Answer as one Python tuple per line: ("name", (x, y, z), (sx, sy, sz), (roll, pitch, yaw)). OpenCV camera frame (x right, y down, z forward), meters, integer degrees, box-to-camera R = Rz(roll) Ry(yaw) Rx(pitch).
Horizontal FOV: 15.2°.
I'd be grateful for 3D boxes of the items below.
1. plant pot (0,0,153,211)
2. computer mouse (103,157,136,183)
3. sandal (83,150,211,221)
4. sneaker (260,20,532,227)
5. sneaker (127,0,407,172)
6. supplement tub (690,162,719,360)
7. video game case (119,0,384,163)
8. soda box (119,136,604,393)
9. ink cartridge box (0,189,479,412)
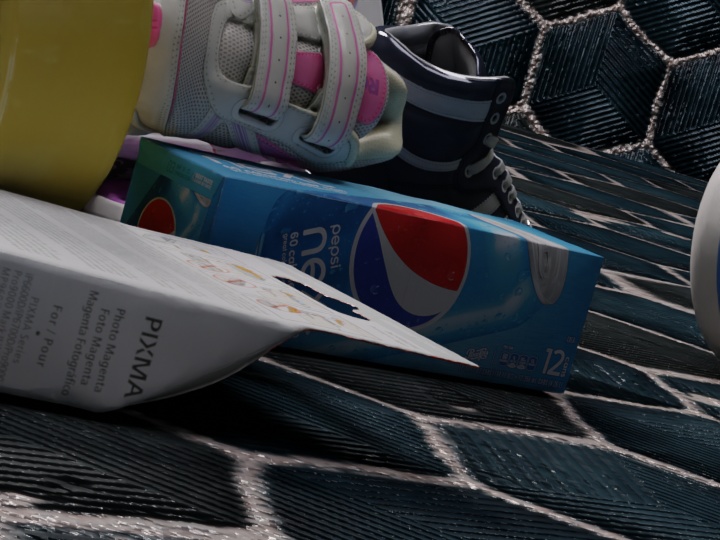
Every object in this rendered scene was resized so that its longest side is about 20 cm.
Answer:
("plant pot", (-0.206, -0.106, 0.981), (0.189, 0.201, 0.201), (-4, 18, -37))
("computer mouse", (-0.104, -0.063, 1.315), (0.200, 0.044, 0.110), (11, -22, -36))
("sandal", (-0.066, -0.027, 1.220), (0.082, 0.050, 0.203), (16, 5, -25))
("sneaker", (0.052, -0.043, 1.256), (0.200, 0.109, 0.070), (27, 12, -41))
("sneaker", (-0.037, -0.085, 1.099), (0.088, 0.082, 0.200), (7, -1, 21))
("supplement tub", (0.281, 0.000, 1.371), (0.200, 0.132, 0.132), (7, 0, 36))
("video game case", (-0.080, -0.136, 1.296), (0.200, 0.182, 0.024), (6, -24, -27))
("soda box", (0.000, 0.000, 1.102), (0.200, 0.064, 0.068), (10, 9, -37))
("ink cartridge box", (-0.086, 0.012, 0.895), (0.200, 0.057, 0.163), (20, 4, -29))
